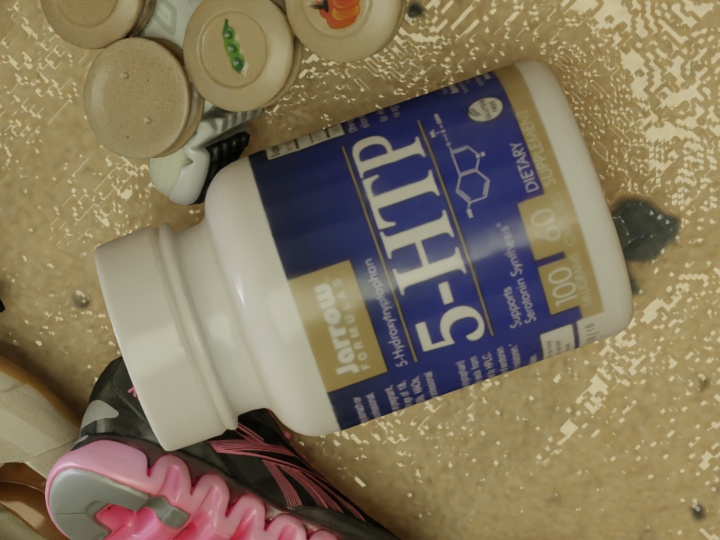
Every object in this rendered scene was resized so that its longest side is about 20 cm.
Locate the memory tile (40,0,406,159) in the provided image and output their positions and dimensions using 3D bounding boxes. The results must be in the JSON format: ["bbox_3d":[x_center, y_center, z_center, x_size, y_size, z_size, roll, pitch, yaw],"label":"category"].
[{"bbox_3d":[-0.075,-0.157,1.038,0.153,0.017,0.200,-22,87,26],"label":"memory tile"}]

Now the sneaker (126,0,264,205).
[{"bbox_3d":[-0.080,-0.128,1.089,0.081,0.075,0.200,4,98,16],"label":"sneaker"}]

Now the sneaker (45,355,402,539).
[{"bbox_3d":[-0.040,0.098,1.138,0.200,0.096,0.079,29,134,-24],"label":"sneaker"}]

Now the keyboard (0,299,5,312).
[{"bbox_3d":[-0.236,-0.003,1.089,0.127,0.200,0.021,-35,57,33],"label":"keyboard"}]

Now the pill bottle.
[{"bbox_3d":[0.000,0.000,1.061,0.200,0.120,0.120,-20,102,0],"label":"pill bottle"}]

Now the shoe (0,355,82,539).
[{"bbox_3d":[-0.147,0.094,1.143,0.200,0.053,0.070,34,117,-14],"label":"shoe"}]
